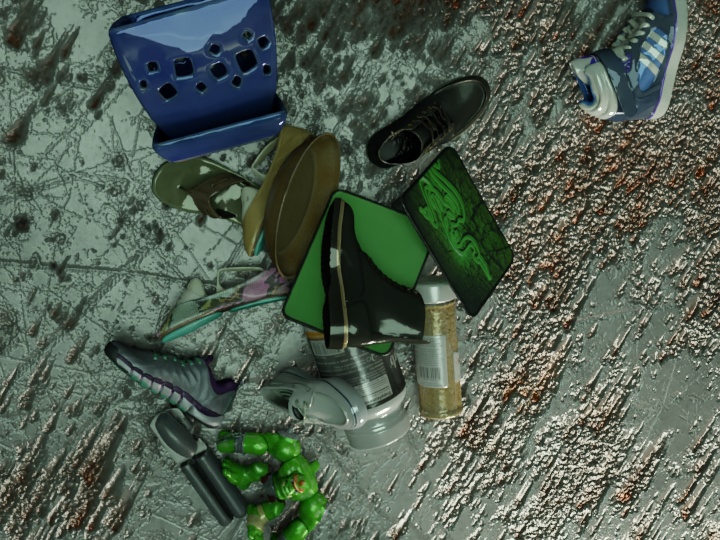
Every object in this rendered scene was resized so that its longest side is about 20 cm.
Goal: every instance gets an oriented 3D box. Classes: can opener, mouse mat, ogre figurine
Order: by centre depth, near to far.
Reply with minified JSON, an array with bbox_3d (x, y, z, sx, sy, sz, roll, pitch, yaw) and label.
[{"bbox_3d":[0.000,0.000,1.305,0.159,0.008,0.202,21,74,7],"label":"mouse mat"},{"bbox_3d":[0.139,-0.055,1.337,0.201,0.007,0.161,57,45,-16],"label":"mouse mat"},{"bbox_3d":[-0.234,0.286,1.377,0.053,0.067,0.201,-29,103,11],"label":"can opener"},{"bbox_3d":[-0.121,0.309,1.390,0.119,0.098,0.202,-25,73,10],"label":"ogre figurine"}]

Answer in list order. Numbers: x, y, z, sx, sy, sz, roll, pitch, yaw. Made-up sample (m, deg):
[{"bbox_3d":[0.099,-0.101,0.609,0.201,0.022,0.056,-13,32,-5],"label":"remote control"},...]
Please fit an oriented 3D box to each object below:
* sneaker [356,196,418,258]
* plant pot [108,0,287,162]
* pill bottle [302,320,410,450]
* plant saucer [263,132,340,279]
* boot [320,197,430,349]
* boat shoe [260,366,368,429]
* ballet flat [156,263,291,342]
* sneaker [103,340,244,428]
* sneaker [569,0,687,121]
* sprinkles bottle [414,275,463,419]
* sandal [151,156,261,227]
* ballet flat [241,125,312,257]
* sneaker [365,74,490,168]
[{"bbox_3d":[0.030,-0.025,1.346,0.200,0.075,0.079,-41,68,1],"label":"sneaker"},{"bbox_3d":[-0.195,-0.251,1.227,0.198,0.200,0.182,-16,109,-5],"label":"plant pot"},{"bbox_3d":[-0.001,0.142,1.363,0.115,0.116,0.202,-19,103,-4],"label":"pill bottle"},{"bbox_3d":[-0.082,-0.090,1.283,0.035,0.200,0.202,18,98,16],"label":"plant saucer"},{"bbox_3d":[0.020,0.007,1.272,0.137,0.077,0.202,2,74,-11],"label":"boot"},{"bbox_3d":[-0.067,0.185,1.317,0.066,0.199,0.074,-26,107,-30],"label":"boat shoe"},{"bbox_3d":[-0.196,0.036,1.347,0.198,0.069,0.072,-20,84,-8],"label":"ballet flat"},{"bbox_3d":[-0.261,0.137,1.356,0.199,0.074,0.088,37,81,-22],"label":"sneaker"},{"bbox_3d":[0.369,-0.311,1.352,0.145,0.081,0.202,1,105,-13],"label":"sneaker"},{"bbox_3d":[0.110,0.111,1.397,0.067,0.068,0.203,-6,101,-7],"label":"sprinkles bottle"},{"bbox_3d":[-0.186,-0.103,1.321,0.199,0.057,0.081,18,97,-11],"label":"sandal"},{"bbox_3d":[-0.127,-0.111,1.303,0.062,0.069,0.201,23,66,3],"label":"ballet flat"},{"bbox_3d":[0.104,-0.198,1.321,0.199,0.106,0.075,-34,103,-1],"label":"sneaker"}]
